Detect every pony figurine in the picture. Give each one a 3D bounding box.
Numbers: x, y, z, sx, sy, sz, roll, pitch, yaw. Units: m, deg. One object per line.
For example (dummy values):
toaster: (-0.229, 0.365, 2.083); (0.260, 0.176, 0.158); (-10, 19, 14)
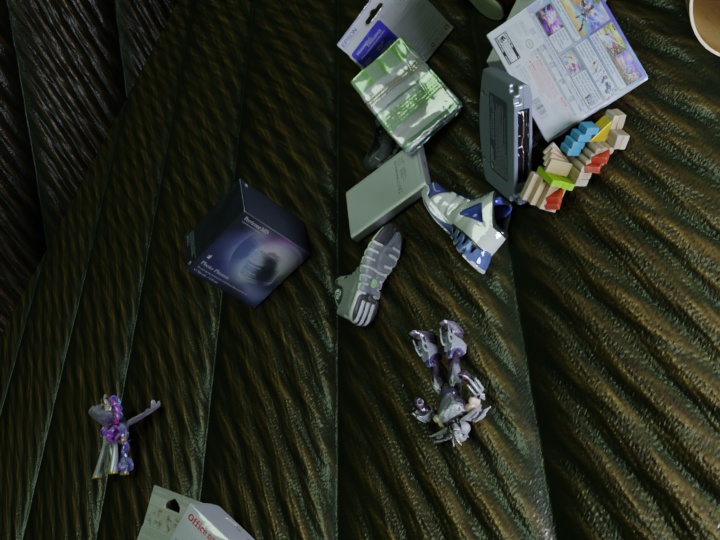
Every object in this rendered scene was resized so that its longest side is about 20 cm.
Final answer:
pony figurine: (-0.581, 0.382, 1.824); (0.192, 0.164, 0.204); (-25, 63, 46)

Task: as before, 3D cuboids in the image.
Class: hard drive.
hard drive: (0.054, -0.161, 1.551); (0.199, 0.027, 0.134); (-34, 44, 29)

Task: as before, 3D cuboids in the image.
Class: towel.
towel: (0.089, -0.351, 1.526); (0.148, 0.031, 0.201); (-39, 77, 3)

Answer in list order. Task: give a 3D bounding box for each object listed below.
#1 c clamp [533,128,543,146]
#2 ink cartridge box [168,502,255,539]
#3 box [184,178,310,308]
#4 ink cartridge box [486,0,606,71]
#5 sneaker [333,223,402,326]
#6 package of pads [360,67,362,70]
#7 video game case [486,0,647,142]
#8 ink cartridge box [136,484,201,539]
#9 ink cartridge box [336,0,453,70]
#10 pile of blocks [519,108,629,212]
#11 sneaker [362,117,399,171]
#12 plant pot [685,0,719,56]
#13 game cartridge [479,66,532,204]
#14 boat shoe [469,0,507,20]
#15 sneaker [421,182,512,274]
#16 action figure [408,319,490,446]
c clamp: (0.335, -0.271, 1.313); (0.199, 0.027, 0.173); (-41, 35, 24)
ink cartridge box: (-0.291, 0.545, 1.385); (0.143, 0.084, 0.202); (27, 85, 33)
box: (-0.248, -0.055, 1.679); (0.198, 0.199, 0.124); (-42, 39, 20)
ink cartridge box: (0.331, -0.430, 1.357); (0.144, 0.083, 0.203); (9, 68, 54)
sneaker: (0.000, 0.000, 1.466); (0.115, 0.074, 0.203); (11, 75, 53)
package of pads: (0.078, -0.529, 1.736); (0.199, 0.075, 0.122); (-41, 38, 22)
video game case: (0.329, -0.341, 1.228); (0.179, 0.045, 0.202); (-30, 88, 20)
ink cartridge box: (-0.384, 0.545, 1.552); (0.198, 0.044, 0.179); (-2, 65, 48)
ink cartridge box: (0.070, -0.502, 1.623); (0.199, 0.199, 0.044); (-49, 39, 11)
pile of blocks: (0.337, -0.168, 1.188); (0.200, 0.082, 0.062); (-48, 38, 14)
sneaker: (0.058, -0.301, 1.589); (0.201, 0.090, 0.067); (-49, 37, 12)
plant pot: (0.535, -0.428, 1.086); (0.185, 0.186, 0.202); (-35, 28, 27)
game cartridge: (0.239, -0.227, 1.270); (0.040, 0.203, 0.133); (-16, 33, -15)
boat shoe: (0.249, -0.585, 1.582); (0.066, 0.075, 0.200); (-37, 46, -3)
sneaker: (0.196, -0.096, 1.313); (0.115, 0.080, 0.201); (-44, 46, 12)
action figure: (0.134, 0.180, 1.195); (0.129, 0.069, 0.203); (-30, 48, 25)
